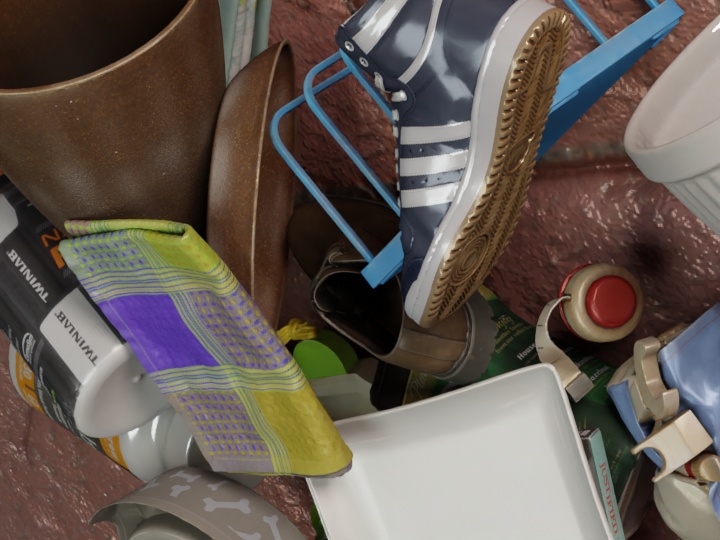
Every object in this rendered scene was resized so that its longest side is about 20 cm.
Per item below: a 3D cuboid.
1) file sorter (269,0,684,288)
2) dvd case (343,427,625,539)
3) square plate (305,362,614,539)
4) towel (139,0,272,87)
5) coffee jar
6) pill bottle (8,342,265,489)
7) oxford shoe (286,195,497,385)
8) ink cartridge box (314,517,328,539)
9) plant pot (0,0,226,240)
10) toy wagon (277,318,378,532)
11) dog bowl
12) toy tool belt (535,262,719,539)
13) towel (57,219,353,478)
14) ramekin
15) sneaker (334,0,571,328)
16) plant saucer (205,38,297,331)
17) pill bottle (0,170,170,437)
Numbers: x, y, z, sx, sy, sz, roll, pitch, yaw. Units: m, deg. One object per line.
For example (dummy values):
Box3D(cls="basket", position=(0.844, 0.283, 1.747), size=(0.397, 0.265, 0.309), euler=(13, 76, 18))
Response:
Box3D(cls="file sorter", position=(0.057, -0.112, 1.330), size=(0.123, 0.139, 0.200), euler=(50, 139, 5))
Box3D(cls="dvd case", position=(0.074, 0.177, 1.446), size=(0.199, 0.022, 0.147), euler=(-7, 100, 31))
Box3D(cls="square plate", position=(0.072, 0.168, 1.414), size=(0.199, 0.028, 0.199), euler=(-18, 94, 34))
Box3D(cls="towel", position=(-0.135, -0.180, 1.521), size=(0.171, 0.048, 0.201), euler=(33, 136, 23))
Box3D(cls="coffee jar", position=(0.101, 0.084, 1.469), size=(0.199, 0.085, 0.105), euler=(30, 126, 22))
Box3D(cls="pill bottle", position=(-0.151, 0.083, 1.648), size=(0.200, 0.116, 0.117), euler=(28, 135, 40))
Box3D(cls="oxford shoe", position=(0.000, 0.000, 1.425), size=(0.200, 0.084, 0.073), euler=(37, 111, 52))
Box3D(cls="ink cartridge box", position=(0.067, 0.224, 1.543), size=(0.199, 0.084, 0.146), euler=(31, 131, 20))
Box3D(cls="plant pot", position=(-0.159, -0.099, 1.446), size=(0.186, 0.187, 0.201), euler=(18, 144, 31))
Box3D(cls="toy wagon", position=(0.005, 0.116, 1.615), size=(0.155, 0.040, 0.201), euler=(-11, 111, 45))
Box3D(cls="dog bowl", position=(-0.093, 0.219, 1.561), size=(0.199, 0.059, 0.201), euler=(27, 140, 26))
Box3D(cls="toy tool belt", position=(0.201, 0.073, 1.335), size=(0.200, 0.125, 0.123), euler=(51, 167, -5))
Box3D(cls="towel", position=(-0.095, 0.051, 1.416), size=(0.143, 0.023, 0.201), euler=(1, 131, 47))
Box3D(cls="ramekin", position=(0.238, -0.087, 1.149), size=(0.105, 0.200, 0.200), euler=(48, 140, -11))
Box3D(cls="sneaker", position=(0.034, -0.073, 1.219), size=(0.108, 0.070, 0.201), euler=(32, 126, 22))
Box3D(cls="plant saucer", position=(-0.069, -0.045, 1.448), size=(0.036, 0.201, 0.201), euler=(4, 127, 5))
Box3D(cls="pill bottle", position=(-0.200, 0.009, 1.559), size=(0.200, 0.106, 0.107), euler=(48, 142, 27))
